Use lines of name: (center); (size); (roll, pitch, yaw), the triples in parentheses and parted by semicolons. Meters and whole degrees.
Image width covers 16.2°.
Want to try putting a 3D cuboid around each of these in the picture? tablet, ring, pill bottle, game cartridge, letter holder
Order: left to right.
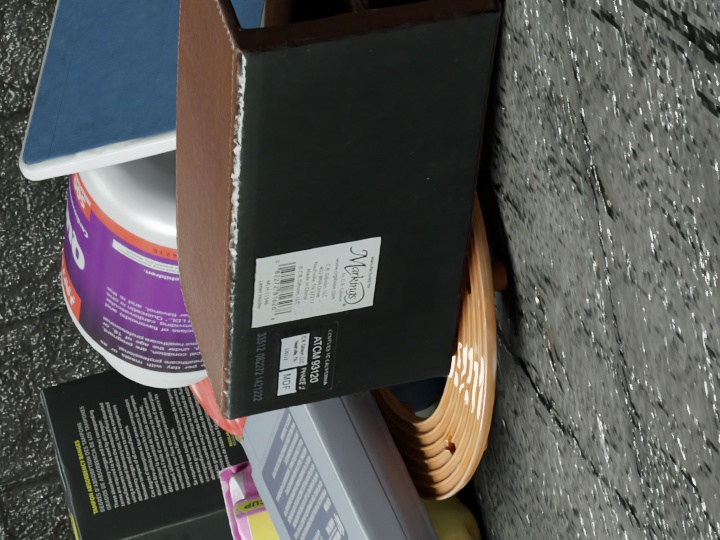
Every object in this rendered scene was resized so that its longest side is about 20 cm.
tablet: (-0.084, -0.136, 1.138); (0.014, 0.129, 0.201); (43, -134, -45)
pill bottle: (-0.087, -0.021, 1.220); (0.200, 0.112, 0.113); (107, 148, -60)
letter holder: (-0.024, -0.066, 0.999); (0.201, 0.100, 0.143); (96, 158, -47)
game cartridge: (-0.010, 0.110, 1.178); (0.200, 0.041, 0.134); (113, 137, -71)
ring: (0.021, -0.001, 1.097); (0.200, 0.019, 0.202); (170, 90, -71)

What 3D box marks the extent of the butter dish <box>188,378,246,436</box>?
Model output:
butter dish: (-0.076, 0.010, 1.483); (0.200, 0.147, 0.201); (-115, 13, -50)

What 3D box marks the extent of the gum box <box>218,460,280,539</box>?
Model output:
gum box: (-0.001, 0.187, 1.393); (0.066, 0.113, 0.201); (-123, 20, -67)

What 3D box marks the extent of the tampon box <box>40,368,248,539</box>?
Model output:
tampon box: (-0.097, 0.141, 1.685); (0.150, 0.198, 0.127); (86, 167, -58)

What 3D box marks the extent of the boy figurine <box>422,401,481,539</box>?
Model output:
boy figurine: (0.031, 0.148, 1.281); (0.124, 0.064, 0.201); (-121, 15, -72)

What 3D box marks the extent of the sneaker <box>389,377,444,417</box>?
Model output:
sneaker: (0.000, 0.000, 1.261); (0.200, 0.070, 0.083); (-123, 35, -54)
